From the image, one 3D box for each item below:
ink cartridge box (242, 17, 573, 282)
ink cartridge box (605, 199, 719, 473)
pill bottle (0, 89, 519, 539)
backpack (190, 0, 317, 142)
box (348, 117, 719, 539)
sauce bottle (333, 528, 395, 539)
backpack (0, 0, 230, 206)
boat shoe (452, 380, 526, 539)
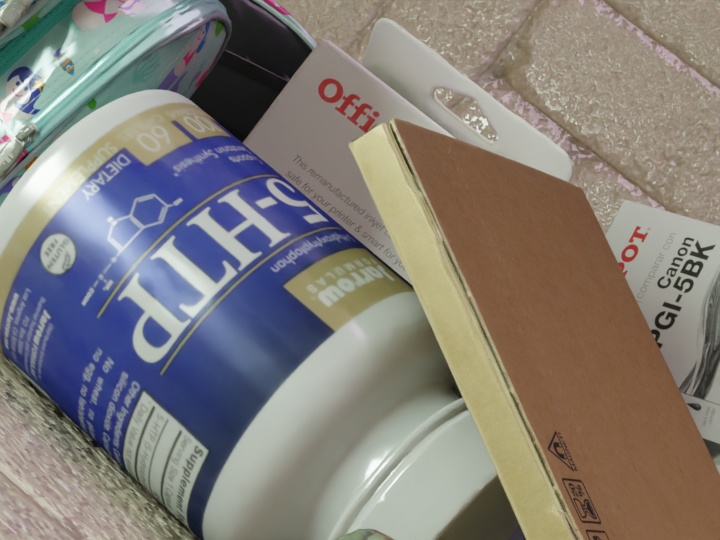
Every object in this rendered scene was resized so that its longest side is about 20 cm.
[{"bbox_3d":[0.000,0.000,1.049,0.128,0.200,0.125,39,3,15],"label":"ink cartridge box"},{"bbox_3d":[0.193,0.065,1.138,0.199,0.147,0.083,18,-19,35],"label":"ink cartridge box"},{"bbox_3d":[-0.035,0.037,0.827,0.200,0.120,0.120,39,3,19],"label":"pill bottle"},{"bbox_3d":[-0.117,-0.091,1.188,0.199,0.178,0.151,29,7,-13],"label":"backpack"},{"bbox_3d":[0.080,0.047,0.813,0.163,0.021,0.201,14,48,-59],"label":"box"},{"bbox_3d":[0.056,0.154,0.731,0.200,0.065,0.065,39,2,-31],"label":"sauce bottle"},{"bbox_3d":[-0.137,-0.112,0.923,0.150,0.200,0.178,38,2,3],"label":"backpack"},{"bbox_3d":[0.043,0.079,0.914,0.066,0.070,0.201,9,-56,36],"label":"boat shoe"}]
